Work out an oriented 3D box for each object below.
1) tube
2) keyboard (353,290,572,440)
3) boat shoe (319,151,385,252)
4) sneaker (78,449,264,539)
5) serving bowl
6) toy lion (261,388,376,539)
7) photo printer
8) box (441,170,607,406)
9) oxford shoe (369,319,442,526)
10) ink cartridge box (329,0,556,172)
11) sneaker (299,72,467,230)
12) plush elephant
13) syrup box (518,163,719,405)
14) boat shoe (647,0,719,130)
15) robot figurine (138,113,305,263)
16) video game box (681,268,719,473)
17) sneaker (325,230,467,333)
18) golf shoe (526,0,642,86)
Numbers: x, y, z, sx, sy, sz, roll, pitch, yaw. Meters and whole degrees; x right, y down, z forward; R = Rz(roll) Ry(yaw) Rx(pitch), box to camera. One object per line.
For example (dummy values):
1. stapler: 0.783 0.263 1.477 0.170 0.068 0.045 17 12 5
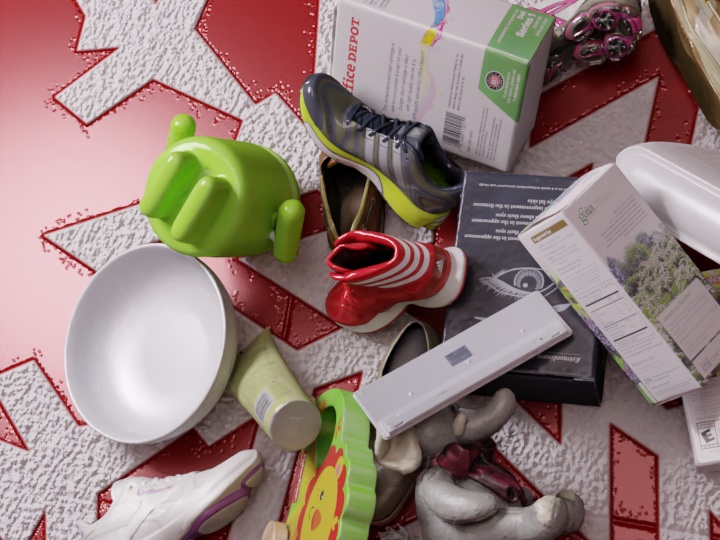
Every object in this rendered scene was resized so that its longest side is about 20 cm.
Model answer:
1. tube: -0.089 0.111 1.489 0.058 0.200 0.052 -3 108 -20
2. keyboard: 0.091 0.082 1.378 0.199 0.011 0.056 -28 52 -16
3. boat shoe: -0.006 -0.106 1.579 0.072 0.068 0.201 -10 68 12
4. sneaker: -0.186 0.223 1.504 0.200 0.075 0.100 -35 68 0
5. serving bowl: -0.198 0.077 1.551 0.199 0.066 0.201 -9 72 29
6. toy lion: -0.027 0.202 1.409 0.068 0.192 0.201 16 72 -15
7. photo printer: 0.335 -0.057 1.410 0.200 0.166 0.070 38 117 48
8. box: 0.163 0.018 1.476 0.147 0.104 0.201 5 73 15
9. oxford shoe: 0.028 0.141 1.482 0.070 0.075 0.201 9 74 15
10. ink cartridge box: 0.076 -0.203 1.532 0.199 0.145 0.084 21 49 13
11. sneaker: 0.027 -0.128 1.520 0.200 0.081 0.074 38 50 -13
12. plush elephant: 0.094 0.175 1.404 0.199 0.165 0.156 -14 80 20
13. syrup box: 0.240 0.013 1.374 0.079 0.081 0.200 -41 92 -29
14. boat shoe: 0.343 -0.232 1.544 0.066 0.074 0.201 -18 69 -7
15. robot figurine: -0.134 -0.071 1.534 0.175 0.200 0.116 35 104 20
16. video game box: 0.389 0.080 1.433 0.199 0.047 0.183 -11 71 10
17. sneaker: 0.000 0.000 1.470 0.200 0.115 0.079 -24 52 50
18. golf shoe: 0.190 -0.237 1.587 0.199 0.073 0.092 -13 33 16
